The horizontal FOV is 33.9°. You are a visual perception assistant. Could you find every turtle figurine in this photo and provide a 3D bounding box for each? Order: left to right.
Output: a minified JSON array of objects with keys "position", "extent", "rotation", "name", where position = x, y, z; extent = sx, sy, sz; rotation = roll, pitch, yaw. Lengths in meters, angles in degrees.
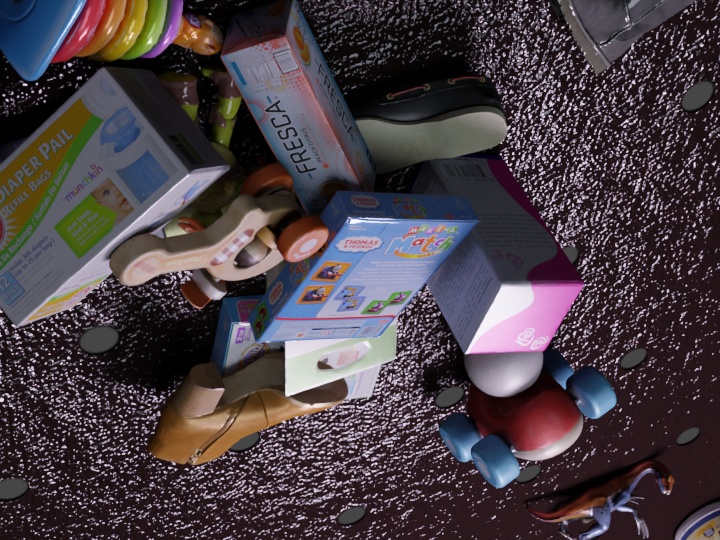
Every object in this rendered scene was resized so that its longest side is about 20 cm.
[{"position":[-0.147,-0.095,1.049],"extent":[0.200,0.064,0.161],"rotation":[-11,114,-24],"name":"turtle figurine"}]

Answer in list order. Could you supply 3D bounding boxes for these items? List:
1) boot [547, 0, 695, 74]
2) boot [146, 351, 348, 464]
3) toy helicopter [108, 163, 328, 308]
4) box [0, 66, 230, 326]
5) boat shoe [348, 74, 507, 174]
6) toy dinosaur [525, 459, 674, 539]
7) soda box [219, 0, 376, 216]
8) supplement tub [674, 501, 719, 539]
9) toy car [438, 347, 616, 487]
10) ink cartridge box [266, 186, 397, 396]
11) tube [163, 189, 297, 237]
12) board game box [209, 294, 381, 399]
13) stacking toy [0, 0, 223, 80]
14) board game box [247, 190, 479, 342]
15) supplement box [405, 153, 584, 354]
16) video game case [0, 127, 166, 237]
[{"position":[0.275,-0.288,1.109],"extent":[0.200,0.073,0.182],"rotation":[-32,153,16],"name":"boot"},{"position":[-0.127,0.159,1.309],"extent":[0.201,0.071,0.144],"rotation":[4,138,-29],"name":"boot"},{"position":[-0.133,-0.014,1.016],"extent":[0.200,0.079,0.132],"rotation":[-12,149,-47],"name":"toy helicopter"},{"position":[-0.227,-0.061,0.972],"extent":[0.200,0.113,0.101],"rotation":[-40,178,14],"name":"box"},{"position":[0.039,-0.142,1.144],"extent":[0.201,0.063,0.074],"rotation":[-9,143,2],"name":"boat shoe"},{"position":[0.389,0.353,1.812],"extent":[0.200,0.105,0.182],"rotation":[35,90,-32],"name":"toy dinosaur"},{"position":[-0.051,-0.140,1.057],"extent":[0.064,0.068,0.200],"rotation":[-13,130,18],"name":"soda box"},{"position":[0.642,0.507,2.004],"extent":[0.144,0.200,0.144],"rotation":[-15,137,-14],"name":"supplement tub"},{"position":[0.175,0.122,1.445],"extent":[0.184,0.177,0.200],"rotation":[-32,111,-13],"name":"toy car"},{"position":[-0.027,0.022,1.244],"extent":[0.145,0.048,0.200],"rotation":[-16,128,-27],"name":"ink cartridge box"},{"position":[-0.147,-0.053,1.146],"extent":[0.200,0.058,0.052],"rotation":[-17,127,-13],"name":"tube"},{"position":[-0.067,0.090,1.341],"extent":[0.200,0.040,0.153],"rotation":[-4,134,-24],"name":"board game box"},{"position":[-0.186,-0.207,0.948],"extent":[0.200,0.116,0.110],"rotation":[7,132,-47],"name":"stacking toy"},{"position":[0.000,0.000,1.137],"extent":[0.151,0.037,0.200],"rotation":[0,145,-35],"name":"board game box"},{"position":[0.126,-0.020,1.206],"extent":[0.101,0.200,0.103],"rotation":[1,132,-27],"name":"supplement box"},{"position":[-0.290,-0.054,1.062],"extent":[0.200,0.019,0.143],"rotation":[-20,117,-9],"name":"video game case"}]
